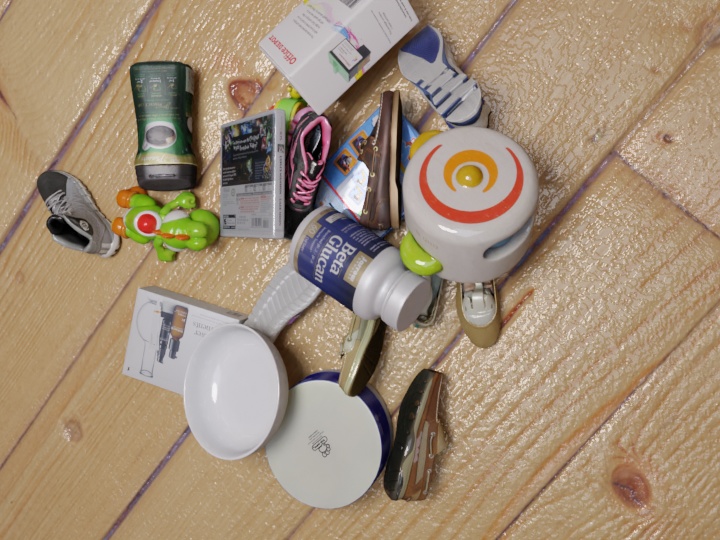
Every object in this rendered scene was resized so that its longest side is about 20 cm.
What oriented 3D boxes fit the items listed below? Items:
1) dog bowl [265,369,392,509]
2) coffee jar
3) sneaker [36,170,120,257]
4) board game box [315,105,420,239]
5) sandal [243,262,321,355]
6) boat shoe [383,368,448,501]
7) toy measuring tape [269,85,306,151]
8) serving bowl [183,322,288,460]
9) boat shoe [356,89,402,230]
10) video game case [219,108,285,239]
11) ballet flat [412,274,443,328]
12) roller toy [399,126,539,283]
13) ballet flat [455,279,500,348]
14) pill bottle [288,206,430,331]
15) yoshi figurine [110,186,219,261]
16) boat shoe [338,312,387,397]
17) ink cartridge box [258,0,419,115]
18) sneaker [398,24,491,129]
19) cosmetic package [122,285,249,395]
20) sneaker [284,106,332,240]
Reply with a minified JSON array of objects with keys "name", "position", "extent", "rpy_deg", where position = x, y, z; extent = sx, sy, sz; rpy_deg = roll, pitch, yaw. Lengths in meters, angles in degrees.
[{"name":"dog bowl","position":[-0.050,0.265,1.074],"extent":[0.194,0.079,0.206],"rpy_deg":[1,93,15]},{"name":"coffee jar","position":[-0.322,-0.234,1.115],"extent":[0.101,0.085,0.206],"rpy_deg":[-2,92,-4]},{"name":"sneaker","position":[-0.508,-0.103,1.160],"extent":[0.199,0.115,0.075],"rpy_deg":[43,102,9]},{"name":"board game box","position":[0.022,-0.140,1.056],"extent":[0.200,0.037,0.152],"rpy_deg":[-43,81,14]},{"name":"sandal","position":[-0.122,0.054,1.100],"extent":[0.203,0.050,0.083],"rpy_deg":[-45,65,12]},{"name":"boat shoe","position":[0.095,0.256,1.044],"extent":[0.072,0.076,0.205],"rpy_deg":[17,88,-15]},{"name":"toy measuring tape","position":[-0.120,-0.198,1.074],"extent":[0.072,0.073,0.206],"rpy_deg":[12,95,14]},{"name":"serving bowl","position":[-0.184,0.186,1.052],"extent":[0.196,0.065,0.206],"rpy_deg":[-6,79,32]},{"name":"boat shoe","position":[0.028,-0.162,0.997],"extent":[0.068,0.070,0.206],"rpy_deg":[3,94,11]},{"name":"video game case","position":[-0.171,-0.144,1.054],"extent":[0.198,0.023,0.187],"rpy_deg":[6,96,56]},{"name":"ballet flat","position":[0.106,-0.011,1.025],"extent":[0.068,0.069,0.206],"rpy_deg":[9,95,14]},{"name":"roller toy","position":[0.147,-0.094,0.914],"extent":[0.177,0.141,0.205],"rpy_deg":[5,62,11]},{"name":"ballet flat","position":[0.171,0.018,1.010],"extent":[0.067,0.063,0.206],"rpy_deg":[-7,91,13]},{"name":"pill bottle","position":[0.000,0.000,0.977],"extent":[0.198,0.110,0.113],"rpy_deg":[33,101,25]},{"name":"yoshi figurine","position":[-0.316,-0.077,1.136],"extent":[0.196,0.114,0.113],"rpy_deg":[17,57,27]},{"name":"boat shoe","position":[0.001,0.090,1.035],"extent":[0.062,0.073,0.205],"rpy_deg":[11,74,22]},{"name":"ink cartridge box","position":[-0.036,-0.345,0.987],"extent":[0.199,0.084,0.145],"rpy_deg":[-42,43,4]},{"name":"sneaker","position":[0.131,-0.258,1.001],"extent":[0.080,0.115,0.202],"rpy_deg":[-34,55,11]},{"name":"cosmetic package","position":[-0.297,0.127,1.149],"extent":[0.195,0.052,0.155],"rpy_deg":[15,99,14]},{"name":"sneaker","position":[-0.085,-0.143,1.011],"extent":[0.077,0.095,0.205],"rpy_deg":[10,98,-23]}]
